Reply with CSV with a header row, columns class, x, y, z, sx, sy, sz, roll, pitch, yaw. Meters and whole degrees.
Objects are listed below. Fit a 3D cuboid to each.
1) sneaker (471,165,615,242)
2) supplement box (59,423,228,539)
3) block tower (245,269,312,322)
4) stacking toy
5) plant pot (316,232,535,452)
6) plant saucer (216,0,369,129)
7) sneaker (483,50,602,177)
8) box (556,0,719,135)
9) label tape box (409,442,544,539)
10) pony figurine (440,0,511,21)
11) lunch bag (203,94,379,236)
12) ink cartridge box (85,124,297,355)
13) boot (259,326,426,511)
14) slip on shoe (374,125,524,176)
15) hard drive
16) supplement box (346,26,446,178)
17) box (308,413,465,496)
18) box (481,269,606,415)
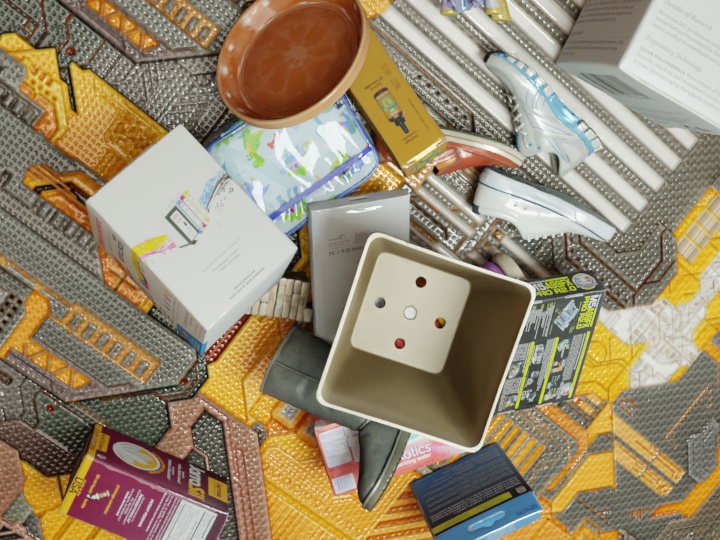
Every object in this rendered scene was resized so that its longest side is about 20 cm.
class,x,y,z,sx,sy,sz,roll,pitch,yaw
sneaker,0.241,-0.073,1.261,0.198,0.073,0.072,22,108,-4
supplement box,-0.277,0.292,1.227,0.198,0.110,0.086,26,97,-14
block tower,-0.160,0.022,1.216,0.197,0.054,0.059,9,102,-12
stacking toy,0.127,0.059,1.252,0.198,0.085,0.086,-30,106,-4
plant pot,0.067,0.068,1.126,0.197,0.177,0.202,18,97,-6
plant saucer,-0.079,-0.255,1.116,0.200,0.201,0.032,-43,147,2
sneaker,0.223,-0.198,1.224,0.200,0.075,0.087,41,99,-15
box,0.391,-0.286,1.165,0.198,0.199,0.173,24,98,-15
label tape box,0.159,0.322,1.260,0.142,0.200,0.067,-24,107,-3
pony figurine,0.140,-0.412,1.136,0.191,0.165,0.203,-8,102,-41
lunch bag,-0.085,-0.141,1.180,0.199,0.083,0.162,-33,108,0
ink cartridge box,-0.200,-0.033,1.106,0.200,0.147,0.145,46,70,3
boot,-0.035,0.181,1.176,0.198,0.073,0.183,24,58,3
slip on shoe,0.112,-0.152,1.214,0.197,0.074,0.062,7,102,-5
hard drive,0.000,0.000,1.215,0.130,0.026,0.203,-10,121,-16
supplement box,0.025,-0.215,1.151,0.066,0.069,0.201,-33,80,-1
box,0.038,0.210,1.270,0.197,0.095,0.104,-18,105,-5
box,0.227,0.101,1.250,0.158,0.044,0.202,-9,130,-17
